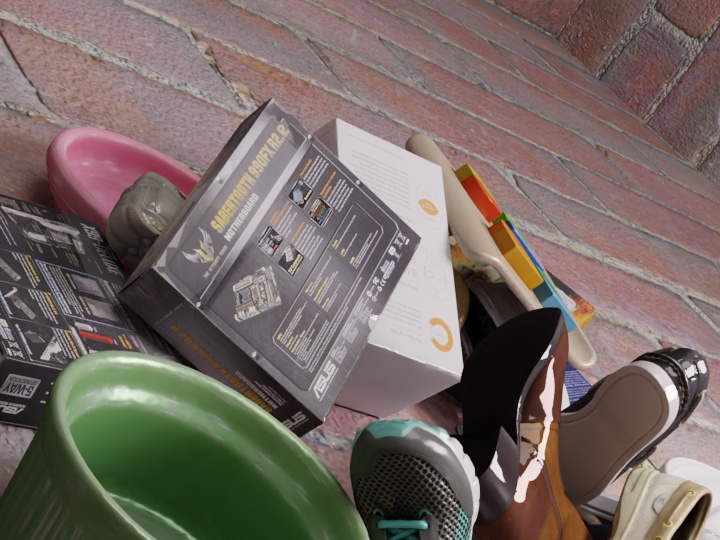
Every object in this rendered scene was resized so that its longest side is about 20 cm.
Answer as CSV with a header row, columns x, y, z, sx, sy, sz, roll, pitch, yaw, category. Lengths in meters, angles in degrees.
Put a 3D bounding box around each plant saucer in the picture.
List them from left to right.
x,y,z,sx,sy,sz,roll,pitch,yaw,category
-0.169,-0.038,1.226,0.200,0.051,0.201,31,19,-12,plant saucer

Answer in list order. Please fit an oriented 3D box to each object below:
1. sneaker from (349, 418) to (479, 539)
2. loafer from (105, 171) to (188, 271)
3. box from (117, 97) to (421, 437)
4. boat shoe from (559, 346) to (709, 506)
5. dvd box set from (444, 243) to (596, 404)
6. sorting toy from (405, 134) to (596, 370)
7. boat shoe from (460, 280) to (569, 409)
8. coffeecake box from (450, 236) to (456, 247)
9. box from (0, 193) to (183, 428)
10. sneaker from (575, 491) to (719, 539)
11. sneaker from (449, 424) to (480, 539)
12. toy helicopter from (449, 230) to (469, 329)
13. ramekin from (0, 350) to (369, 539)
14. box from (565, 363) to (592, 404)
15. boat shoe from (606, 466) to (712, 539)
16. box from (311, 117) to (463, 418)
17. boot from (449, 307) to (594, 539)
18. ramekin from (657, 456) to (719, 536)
x,y,z,sx,sy,sz,roll,pitch,yaw,category
0.034,0.178,0.887,0.077,0.201,0.091,-6,32,10,sneaker
-0.104,0.012,1.113,0.200,0.070,0.070,53,36,-27,loafer
-0.057,-0.003,1.069,0.158,0.048,0.200,42,45,-14,box
0.187,0.116,1.137,0.060,0.200,0.074,-22,69,-35,boat shoe
0.116,0.042,1.446,0.146,0.029,0.200,40,43,17,dvd box set
0.130,-0.021,1.351,0.200,0.036,0.185,42,15,-40,sorting toy
0.124,0.082,1.321,0.068,0.072,0.201,17,42,-28,boat shoe
0.101,-0.024,1.643,0.153,0.073,0.200,25,20,-28,coffeecake box
-0.210,0.024,0.996,0.157,0.050,0.200,17,26,-45,box
0.187,0.214,1.221,0.200,0.080,0.078,18,-1,42,sneaker
0.067,0.163,1.138,0.200,0.078,0.112,33,11,-47,sneaker
0.006,0.000,1.354,0.199,0.133,0.079,24,-16,18,toy helicopter
-0.100,0.144,0.819,0.200,0.098,0.200,32,18,-12,ramekin
0.158,0.099,1.474,0.121,0.032,0.200,-1,39,-44,box
0.206,0.225,1.087,0.074,0.066,0.200,67,35,-43,boat shoe
0.000,0.000,1.231,0.124,0.097,0.201,22,52,-38,box
0.141,0.150,1.081,0.200,0.068,0.189,56,34,-30,boot
0.310,0.258,1.286,0.202,0.094,0.203,32,19,-12,ramekin
